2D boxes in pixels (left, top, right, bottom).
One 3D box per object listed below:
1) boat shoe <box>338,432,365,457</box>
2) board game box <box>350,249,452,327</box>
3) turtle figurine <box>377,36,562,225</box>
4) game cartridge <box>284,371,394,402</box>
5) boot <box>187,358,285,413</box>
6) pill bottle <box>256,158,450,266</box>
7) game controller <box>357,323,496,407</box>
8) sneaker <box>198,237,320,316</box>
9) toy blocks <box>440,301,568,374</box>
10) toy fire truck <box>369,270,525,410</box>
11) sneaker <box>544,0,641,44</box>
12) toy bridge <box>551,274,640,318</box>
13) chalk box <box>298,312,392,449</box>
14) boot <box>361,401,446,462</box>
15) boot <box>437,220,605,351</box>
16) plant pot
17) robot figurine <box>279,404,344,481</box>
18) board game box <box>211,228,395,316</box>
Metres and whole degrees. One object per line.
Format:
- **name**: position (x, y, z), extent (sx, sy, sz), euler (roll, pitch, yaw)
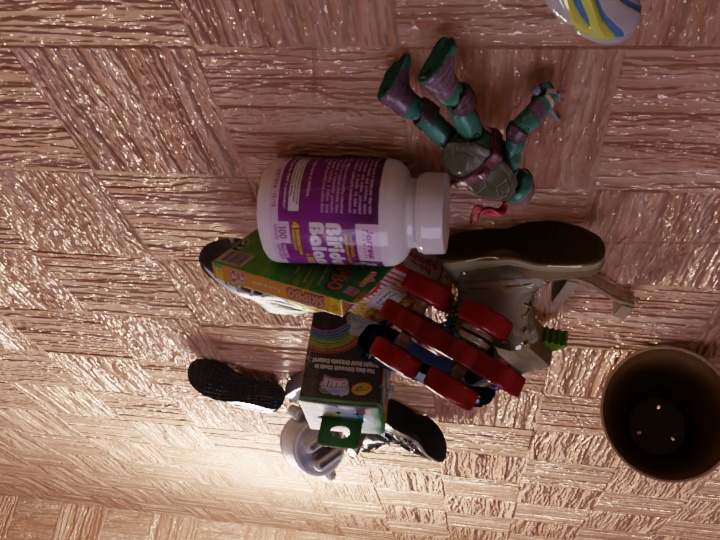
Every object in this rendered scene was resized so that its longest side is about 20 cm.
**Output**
- **boat shoe**: position (-0.020, 0.285, 1.413), extent (0.074, 0.073, 0.202), euler (19, 142, 6)
- **board game box**: position (0.000, 0.000, 0.982), extent (0.196, 0.047, 0.151), euler (23, 148, -23)
- **turtle figurine**: position (0.113, -0.122, 0.691), extent (0.198, 0.103, 0.148), euler (35, 142, -29)
- **game cartridge**: position (-0.048, 0.220, 1.399), extent (0.131, 0.043, 0.198), euler (25, 148, -34)
- **boot**: position (-0.245, 0.236, 1.454), extent (0.196, 0.071, 0.132), euler (23, 159, -8)
- **pill bottle**: position (-0.004, -0.062, 0.805), extent (0.194, 0.115, 0.113), euler (2, 151, 13)
- **game controller**: position (0.091, 0.124, 1.019), extent (0.195, 0.104, 0.043), euler (22, 115, 8)
- **sneaker**: position (-0.135, 0.023, 1.031), extent (0.196, 0.076, 0.084), euler (23, 149, -24)
- **toy blocks**: position (0.175, 0.097, 1.075), extent (0.136, 0.102, 0.198), euler (38, 140, -24)
- **toy fire truck**: position (0.117, 0.095, 0.919), extent (0.197, 0.114, 0.167), euler (27, 178, 32)
- **sneaker**: position (0.153, -0.236, 0.493), extent (0.198, 0.078, 0.104), euler (30, 144, -32)
- **toy bridge**: position (0.263, 0.019, 0.961), extent (0.194, 0.028, 0.068), euler (11, 150, -1)
- **chalk box**: position (-0.019, 0.169, 1.125), extent (0.121, 0.205, 0.125), euler (4, 152, 8)
- **boot**: position (0.069, 0.338, 1.533), extent (0.149, 0.075, 0.198), euler (-22, 135, 41)
- **boot**: position (0.202, 0.025, 0.900), extent (0.195, 0.073, 0.157), euler (-1, 131, 30)
- **plant pot**: position (0.459, 0.230, 1.148), extent (0.181, 0.192, 0.200), euler (-1, 162, 17)
- **robot figurine**: position (-0.101, 0.355, 1.542), extent (0.111, 0.173, 0.199), euler (-25, -174, -21)
- **board game box**: position (-0.064, -0.001, 0.849), extent (0.196, 0.095, 0.031), euler (12, 125, 30)
